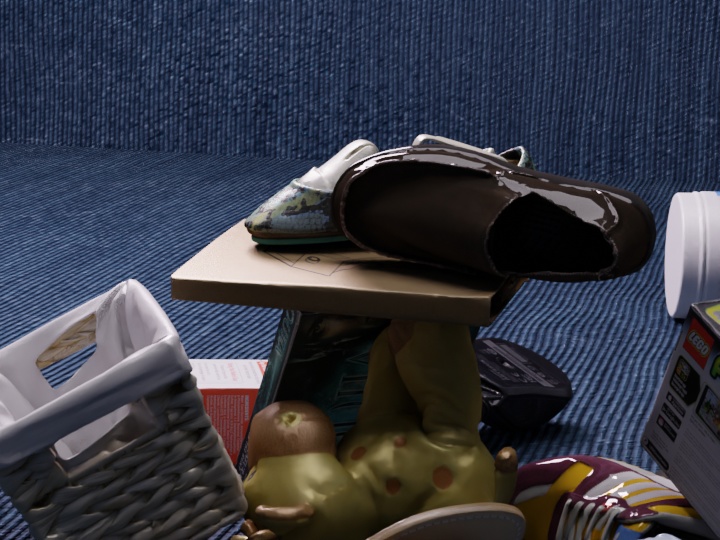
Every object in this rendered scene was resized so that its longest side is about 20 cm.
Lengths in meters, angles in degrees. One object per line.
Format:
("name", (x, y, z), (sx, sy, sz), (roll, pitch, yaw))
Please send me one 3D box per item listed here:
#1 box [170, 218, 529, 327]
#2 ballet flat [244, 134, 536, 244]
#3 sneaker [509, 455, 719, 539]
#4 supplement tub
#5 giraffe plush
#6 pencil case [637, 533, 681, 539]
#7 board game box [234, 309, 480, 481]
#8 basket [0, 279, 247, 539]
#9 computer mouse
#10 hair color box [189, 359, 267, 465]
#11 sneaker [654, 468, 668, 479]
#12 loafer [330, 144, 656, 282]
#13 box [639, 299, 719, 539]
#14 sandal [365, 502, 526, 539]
("box", (0.000, 0.000, 1.485), (0.200, 0.021, 0.163), (5, 14, 13))
("ballet flat", (0.022, -0.054, 1.523), (0.200, 0.074, 0.074), (-3, 10, -20))
("sneaker", (0.159, 0.158, 1.446), (0.200, 0.075, 0.090), (7, 5, 30))
("supplement tub", (0.411, -0.012, 2.359), (0.200, 0.132, 0.132), (3, 9, -1))
("giraffe plush", (-0.003, 0.130, 1.457), (0.162, 0.173, 0.200), (-11, 47, -12))
("pencil case", (0.207, 0.195, 1.188), (0.083, 0.091, 0.200), (-7, 12, -42))
("board game box", (-0.002, 0.079, 1.584), (0.135, 0.200, 0.028), (-5, 49, -21))
("basket", (-0.156, 0.103, 1.454), (0.136, 0.123, 0.200), (-29, 15, -6))
("computer mouse", (0.087, 0.090, 1.834), (0.138, 0.053, 0.200), (37, 18, 34))
("hair color box", (-0.080, 0.105, 1.757), (0.200, 0.064, 0.111), (-1, 8, -7))
("sneaker", (0.234, 0.125, 1.514), (0.074, 0.089, 0.200), (-49, 17, -22))
("loafer", (0.076, -0.033, 1.421), (0.200, 0.073, 0.071), (5, 12, 13))
("box", (0.239, 0.119, 1.350), (0.035, 0.110, 0.200), (-7, 40, -29))
("sandal", (0.006, 0.191, 1.316), (0.212, 0.078, 0.070), (-9, 44, -19))
